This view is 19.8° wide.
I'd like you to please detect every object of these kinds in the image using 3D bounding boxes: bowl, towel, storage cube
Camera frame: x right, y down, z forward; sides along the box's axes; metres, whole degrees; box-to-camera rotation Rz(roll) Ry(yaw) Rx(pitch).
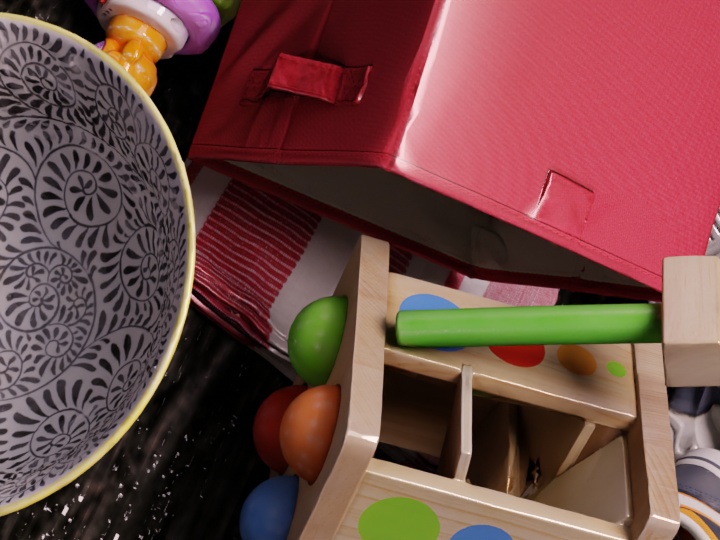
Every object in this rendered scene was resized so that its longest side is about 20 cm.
[{"bbox_3d":[-0.148,0.008,0.817,0.200,0.094,0.202,-3,75,12],"label":"bowl"},{"bbox_3d":[0.000,0.000,0.993,0.200,0.023,0.144,38,50,-13],"label":"towel"},{"bbox_3d":[0.058,-0.101,0.911,0.199,0.171,0.181,23,82,-31],"label":"storage cube"}]

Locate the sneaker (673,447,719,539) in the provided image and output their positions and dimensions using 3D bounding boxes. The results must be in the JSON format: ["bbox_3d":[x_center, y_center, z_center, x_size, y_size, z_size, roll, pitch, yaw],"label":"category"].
[{"bbox_3d":[0.204,0.180,0.995,0.200,0.079,0.079,43,49,20],"label":"sneaker"}]

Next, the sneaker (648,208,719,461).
[{"bbox_3d":[0.212,0.009,1.041,0.129,0.079,0.200,-38,130,-41],"label":"sneaker"}]

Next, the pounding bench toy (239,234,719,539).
[{"bbox_3d":[0.046,0.056,0.846,0.155,0.201,0.125,17,39,-10],"label":"pounding bench toy"}]

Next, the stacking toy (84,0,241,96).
[{"bbox_3d":[-0.089,-0.141,0.966,0.110,0.116,0.201,33,66,-23],"label":"stacking toy"}]
